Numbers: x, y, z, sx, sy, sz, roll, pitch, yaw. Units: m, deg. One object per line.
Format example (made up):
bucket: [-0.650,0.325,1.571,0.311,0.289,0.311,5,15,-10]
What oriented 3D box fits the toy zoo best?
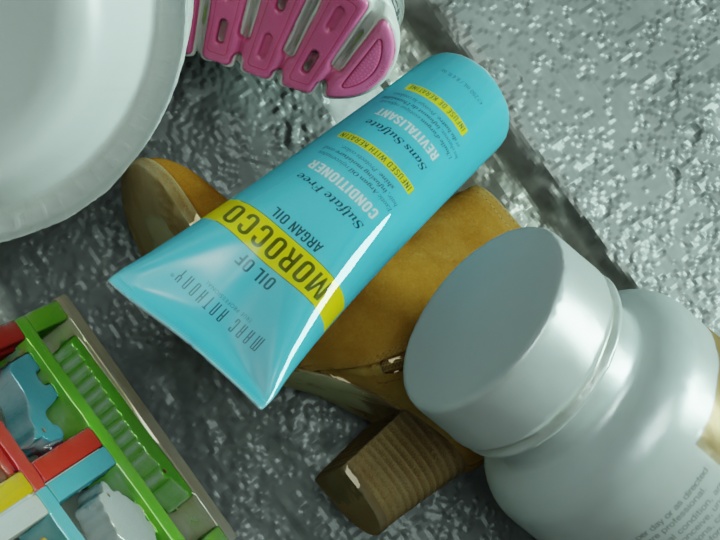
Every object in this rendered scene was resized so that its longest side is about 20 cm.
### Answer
toy zoo: [-0.128,0.087,0.755,0.020,0.200,0.132,-37,88,22]

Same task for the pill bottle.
pill bottle: [0.117,0.074,0.823,0.200,0.114,0.115,39,68,-26]

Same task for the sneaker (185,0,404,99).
sneaker: [-0.066,-0.138,0.876,0.199,0.074,0.087,20,28,10]

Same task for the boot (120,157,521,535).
boot: [0.001,0.000,0.864,0.144,0.071,0.202,-41,100,-26]

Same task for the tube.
tube: [-0.011,-0.023,0.804,0.077,0.051,0.200,36,49,14]

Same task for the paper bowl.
paper bowl: [-0.167,-0.108,0.779,0.199,0.104,0.202,-1,105,-3]
